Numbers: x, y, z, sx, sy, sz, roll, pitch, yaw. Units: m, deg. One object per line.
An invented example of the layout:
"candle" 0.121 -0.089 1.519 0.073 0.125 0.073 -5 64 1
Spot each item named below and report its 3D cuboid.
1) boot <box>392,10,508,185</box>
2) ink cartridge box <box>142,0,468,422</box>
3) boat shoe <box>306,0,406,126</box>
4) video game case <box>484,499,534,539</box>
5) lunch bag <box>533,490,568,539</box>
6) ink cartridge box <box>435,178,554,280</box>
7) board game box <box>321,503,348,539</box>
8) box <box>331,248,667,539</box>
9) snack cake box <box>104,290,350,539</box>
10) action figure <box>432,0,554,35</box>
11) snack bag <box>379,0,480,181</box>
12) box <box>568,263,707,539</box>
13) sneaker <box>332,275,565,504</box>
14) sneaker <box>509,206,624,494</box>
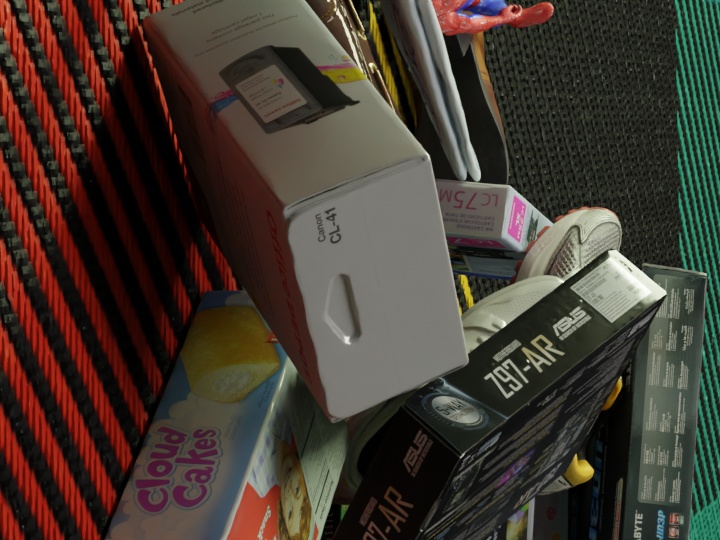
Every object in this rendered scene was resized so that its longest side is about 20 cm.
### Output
"boot" 0.070 -0.155 2.072 0.200 0.068 0.189 -73 144 -58
"ink cartridge box" -0.029 -0.042 1.510 0.200 0.085 0.148 53 -19 47
"boat shoe" -0.005 -0.085 1.661 0.070 0.070 0.201 -14 83 -44
"video game case" 0.035 0.211 1.766 0.181 0.023 0.201 -31 138 -33
"lunch bag" 0.076 0.126 1.922 0.200 0.126 0.171 31 61 -77
"ink cartridge box" 0.063 -0.025 1.914 0.200 0.119 0.042 25 72 -71
"board game box" -0.008 0.182 1.840 0.105 0.023 0.201 27 64 -70
"box" 0.071 0.092 1.589 0.200 0.043 0.161 -35 158 -42
"snack cake box" -0.067 0.117 1.569 0.200 0.067 0.115 -71 156 -48
"action figure" 0.076 -0.189 1.943 0.200 0.052 0.066 -14 85 -65
"snack bag" 0.022 -0.179 1.811 0.189 0.021 0.201 69 -1 -53
"box" 0.175 0.109 1.882 0.159 0.046 0.201 133 -37 -76
"sneaker" 0.064 0.073 1.719 0.074 0.200 0.116 53 -12 -5
"sneaker" 0.135 0.053 1.836 0.078 0.082 0.201 43 55 -47
